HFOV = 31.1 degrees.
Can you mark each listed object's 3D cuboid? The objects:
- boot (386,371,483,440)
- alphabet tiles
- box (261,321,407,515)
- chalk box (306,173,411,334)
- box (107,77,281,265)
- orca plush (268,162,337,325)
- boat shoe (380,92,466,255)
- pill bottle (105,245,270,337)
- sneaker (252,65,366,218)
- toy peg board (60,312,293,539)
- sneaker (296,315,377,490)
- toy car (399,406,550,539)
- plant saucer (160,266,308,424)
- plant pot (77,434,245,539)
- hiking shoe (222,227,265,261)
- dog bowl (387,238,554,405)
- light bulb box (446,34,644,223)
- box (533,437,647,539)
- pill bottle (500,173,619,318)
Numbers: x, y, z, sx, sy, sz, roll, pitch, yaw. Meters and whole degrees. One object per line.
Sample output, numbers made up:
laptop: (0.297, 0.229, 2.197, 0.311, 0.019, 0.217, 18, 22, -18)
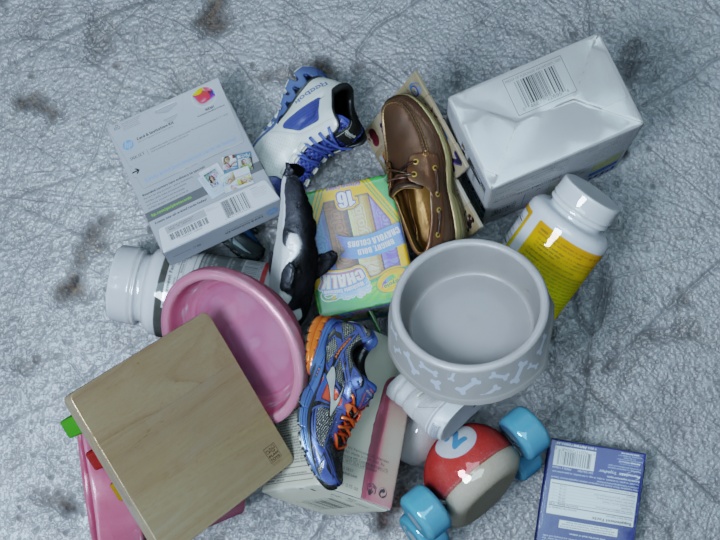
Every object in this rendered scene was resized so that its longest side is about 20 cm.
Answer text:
boot: (0.122, 0.106, 1.502, 0.096, 0.074, 0.200, 39, 54, 24)
alphabet tiles: (0.081, -0.122, 1.591, 0.008, 0.167, 0.200, -23, 80, -29)
box: (-0.022, 0.177, 1.525, 0.109, 0.128, 0.200, 24, 65, -29)
chalk box: (0.000, 0.000, 1.594, 0.124, 0.124, 0.200, -11, 81, 0)
box: (-0.204, -0.124, 1.589, 0.156, 0.041, 0.200, -26, 65, -6)
orca plush: (-0.065, -0.024, 1.520, 0.071, 0.105, 0.200, 4, 77, -17)
boat shoe: (0.067, -0.111, 1.527, 0.072, 0.068, 0.200, -13, 95, 40)
pill bottle: (-0.205, 0.033, 1.601, 0.200, 0.114, 0.114, 9, 83, 3)
sneaker: (-0.062, -0.160, 1.615, 0.115, 0.081, 0.199, 16, 81, 42)
toy peg board: (-0.215, 0.186, 1.440, 0.200, 0.098, 0.199, -33, 95, -39)
sneaker: (-0.023, 0.140, 1.411, 0.078, 0.075, 0.200, -2, 67, 14)
toy car: (0.090, 0.201, 1.551, 0.184, 0.177, 0.200, -37, 70, -14)
plant saucer: (-0.138, 0.083, 1.494, 0.200, 0.051, 0.201, 16, 122, 27)
plant pot: (-0.238, 0.243, 1.544, 0.179, 0.200, 0.200, -8, 82, -15)
hiking shoe: (-0.173, -0.102, 1.638, 0.087, 0.074, 0.200, -36, 83, -3)
dog bowl: (0.125, 0.051, 1.461, 0.200, 0.059, 0.200, -4, 56, 5)
light bulb box: (0.215, -0.166, 1.572, 0.198, 0.200, 0.125, -23, 80, -2)
box: (0.277, 0.314, 1.588, 0.121, 0.032, 0.200, 10, 81, 3)
pill bottle: (0.223, -0.015, 1.565, 0.109, 0.109, 0.200, 36, 109, 6)
